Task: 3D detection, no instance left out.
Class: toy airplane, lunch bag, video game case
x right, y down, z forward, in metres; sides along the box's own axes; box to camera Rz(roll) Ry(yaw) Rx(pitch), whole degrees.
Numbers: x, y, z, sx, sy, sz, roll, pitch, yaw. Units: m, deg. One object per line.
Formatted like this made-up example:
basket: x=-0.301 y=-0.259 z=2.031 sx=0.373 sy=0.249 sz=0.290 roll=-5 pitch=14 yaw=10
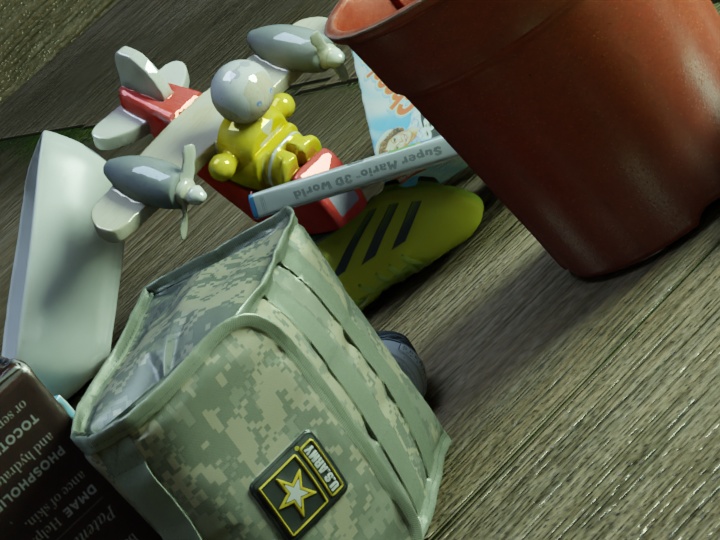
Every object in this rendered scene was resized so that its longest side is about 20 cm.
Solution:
toy airplane: x=-0.098 y=-0.106 z=1.757 sx=0.141 sy=0.199 sz=0.200 roll=104 pitch=161 yaw=-55
lunch bag: x=-0.047 y=0.090 z=1.201 sx=0.117 sy=0.164 sz=0.200 roll=-28 pitch=18 yaw=23
video game case: x=0.037 y=-0.073 z=1.568 sx=0.200 sy=0.018 sz=0.143 roll=-17 pitch=2 yaw=10

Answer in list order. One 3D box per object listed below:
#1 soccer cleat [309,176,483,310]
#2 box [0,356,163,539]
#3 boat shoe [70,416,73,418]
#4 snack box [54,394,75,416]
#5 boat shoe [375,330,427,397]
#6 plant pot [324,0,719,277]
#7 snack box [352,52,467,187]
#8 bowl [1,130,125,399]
soccer cleat: x=0.000 y=0.000 z=1.580 sx=0.200 sy=0.065 sz=0.084 roll=-21 pitch=53 yaw=37
box: x=-0.189 y=0.168 z=1.237 sx=0.164 sy=0.200 sz=0.166 roll=-43 pitch=16 yaw=-18
boat shoe: x=-0.179 y=0.164 z=1.460 sx=0.074 sy=0.063 sz=0.201 roll=-31 pitch=28 yaw=17
snack box: x=-0.280 y=0.172 z=1.671 sx=0.116 sy=0.037 sz=0.200 roll=-20 pitch=25 yaw=54
boat shoe: x=-0.049 y=0.098 z=1.392 sx=0.200 sy=0.072 sz=0.071 roll=-26 pitch=8 yaw=9
plant pot: x=0.117 y=-0.116 z=1.356 sx=0.201 sy=0.195 sz=0.201 roll=-35 pitch=16 yaw=12
snack box: x=0.054 y=-0.152 z=1.724 sx=0.116 sy=0.037 sz=0.200 roll=-34 pitch=43 yaw=21
bowl: x=-0.222 y=0.008 z=1.842 sx=0.200 sy=0.075 sz=0.200 roll=138 pitch=140 yaw=-75
